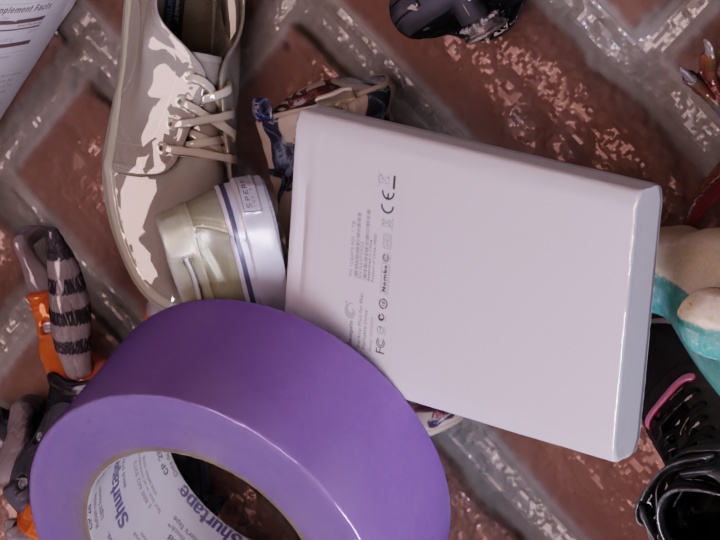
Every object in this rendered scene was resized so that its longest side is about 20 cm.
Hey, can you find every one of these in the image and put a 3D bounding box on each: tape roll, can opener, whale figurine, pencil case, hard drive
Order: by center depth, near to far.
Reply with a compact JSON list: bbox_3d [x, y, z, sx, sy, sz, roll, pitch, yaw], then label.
[{"bbox_3d":[0.200,0.037,1.405,0.199,0.159,0.104,21,106,39],"label":"whale figurine"},{"bbox_3d":[0.050,0.003,1.420,0.199,0.026,0.133,15,109,34],"label":"hard drive"},{"bbox_3d":[0.099,-0.172,1.473,0.199,0.063,0.079,-24,88,24],"label":"can opener"},{"bbox_3d":[-0.061,0.119,1.478,0.199,0.085,0.201,17,131,20],"label":"tape roll"},{"bbox_3d":[0.000,0.000,1.523,0.077,0.089,0.201,-12,93,10],"label":"pencil case"}]

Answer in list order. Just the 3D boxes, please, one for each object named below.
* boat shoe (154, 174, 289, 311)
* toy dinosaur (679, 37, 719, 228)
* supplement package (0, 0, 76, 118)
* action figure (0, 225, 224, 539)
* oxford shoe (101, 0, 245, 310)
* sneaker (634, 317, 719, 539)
[{"bbox_3d":[-0.064,0.036,1.529,0.062,0.072,0.201,-12,126,-3],"label":"boat shoe"},{"bbox_3d":[0.253,-0.078,1.397,0.181,0.105,0.201,33,143,33],"label":"toy dinosaur"},{"bbox_3d":[-0.222,-0.167,1.579,0.114,0.109,0.200,39,109,12],"label":"supplement package"},{"bbox_3d":[-0.175,0.073,1.600,0.199,0.105,0.195,6,90,18],"label":"action figure"},{"bbox_3d":[-0.092,-0.078,1.541,0.058,0.075,0.201,-7,79,53],"label":"oxford shoe"},{"bbox_3d":[0.166,0.088,1.429,0.071,0.099,0.200,-53,48,24],"label":"sneaker"}]
